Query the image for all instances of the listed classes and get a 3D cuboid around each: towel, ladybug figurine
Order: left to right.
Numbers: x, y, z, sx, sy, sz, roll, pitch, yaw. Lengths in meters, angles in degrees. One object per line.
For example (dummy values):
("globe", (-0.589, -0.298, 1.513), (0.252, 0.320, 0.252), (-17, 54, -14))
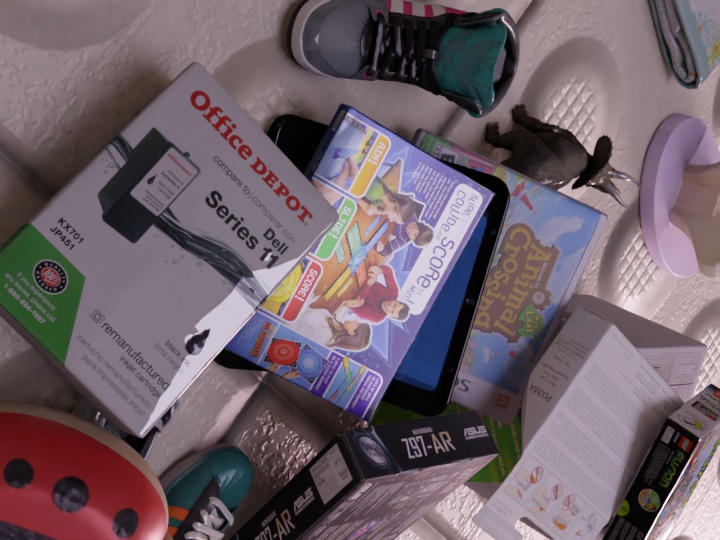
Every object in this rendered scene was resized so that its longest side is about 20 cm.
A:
("ladybug figurine", (-0.216, 0.160, 0.768), (0.197, 0.072, 0.138), (15, 98, -16))
("towel", (0.355, -0.310, 1.182), (0.171, 0.048, 0.201), (-46, 134, -18))

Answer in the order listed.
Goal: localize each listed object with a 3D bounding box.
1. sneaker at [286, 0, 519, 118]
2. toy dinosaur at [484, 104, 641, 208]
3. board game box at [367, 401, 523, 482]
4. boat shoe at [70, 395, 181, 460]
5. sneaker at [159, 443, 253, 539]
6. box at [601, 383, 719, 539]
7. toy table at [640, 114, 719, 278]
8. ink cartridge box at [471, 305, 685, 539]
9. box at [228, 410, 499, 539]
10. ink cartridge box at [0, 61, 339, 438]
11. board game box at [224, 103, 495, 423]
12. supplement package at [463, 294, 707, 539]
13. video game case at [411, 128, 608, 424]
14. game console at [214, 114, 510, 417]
("sneaker", (0.051, -0.165, 0.898), (0.198, 0.120, 0.085), (-7, 113, -42))
("toy dinosaur", (0.155, -0.097, 1.044), (0.198, 0.102, 0.078), (-11, 115, -42))
("board game box", (0.105, 0.146, 1.071), (0.197, 0.030, 0.097), (2, 113, 2))
("boat shoe", (-0.161, 0.096, 0.845), (0.070, 0.071, 0.203), (28, 88, -47))
("sneaker", (-0.145, 0.224, 0.910), (0.200, 0.079, 0.072), (-46, 133, -20))
("box", (0.271, 0.206, 1.076), (0.110, 0.035, 0.202), (-19, 135, -51))
("toy table", (0.388, -0.067, 1.273), (0.184, 0.116, 0.201), (-49, 133, -16))
("ink cartridge box", (0.182, 0.154, 1.020), (0.201, 0.047, 0.160), (-53, 131, -4))
("box", (-0.002, 0.193, 0.984), (0.159, 0.044, 0.200), (-3, 146, -43))
("ink cartridge box", (-0.132, -0.014, 0.776), (0.147, 0.083, 0.200), (45, 72, -13))
("board game box", (-0.004, -0.004, 0.893), (0.134, 0.034, 0.202), (29, 93, -17))
("supplement package", (0.218, 0.143, 1.175), (0.149, 0.151, 0.203), (2, 107, -43))
("video game case", (0.089, 0.008, 1.000), (0.180, 0.022, 0.202), (23, 98, -11))
("game console", (0.000, 0.000, 0.923), (0.175, 0.116, 0.203), (10, 99, -46))
